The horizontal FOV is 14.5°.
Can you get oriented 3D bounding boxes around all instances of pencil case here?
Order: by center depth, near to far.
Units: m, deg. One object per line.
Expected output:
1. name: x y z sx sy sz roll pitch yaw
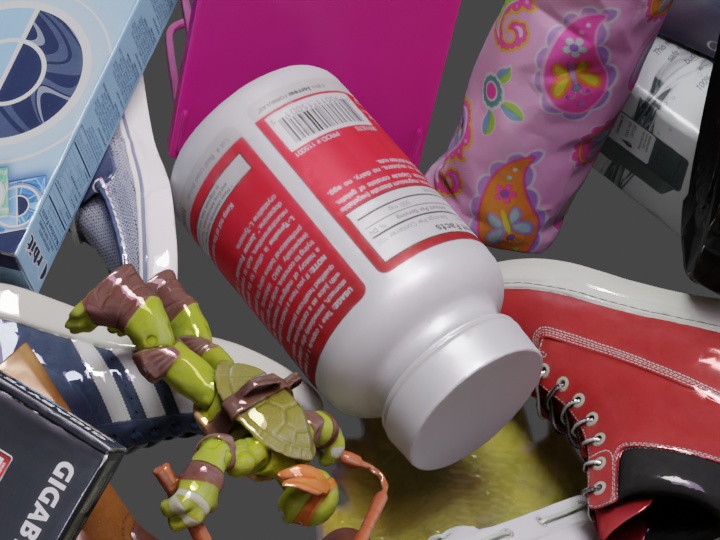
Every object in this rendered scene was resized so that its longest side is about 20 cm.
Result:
1. pencil case: 0.102 -0.106 1.512 0.087 0.201 0.088 15 34 -11

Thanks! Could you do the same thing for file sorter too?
1. file sorter: -0.026 -0.172 1.516 0.138 0.201 0.126 3 40 -13

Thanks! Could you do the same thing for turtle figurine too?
1. turtle figurine: -0.064 0.067 1.317 0.161 0.065 0.200 46 26 15

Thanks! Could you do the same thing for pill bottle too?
1. pill bottle: 0.000 0.000 1.435 0.112 0.113 0.200 -25 61 -29

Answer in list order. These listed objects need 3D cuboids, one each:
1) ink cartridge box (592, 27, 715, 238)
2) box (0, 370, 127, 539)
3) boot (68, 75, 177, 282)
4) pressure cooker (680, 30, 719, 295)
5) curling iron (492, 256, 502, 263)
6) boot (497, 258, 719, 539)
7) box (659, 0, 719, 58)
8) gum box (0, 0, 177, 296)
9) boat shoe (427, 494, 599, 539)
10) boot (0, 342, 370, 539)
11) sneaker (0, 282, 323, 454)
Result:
1. ink cartridge box: 0.205 -0.101 1.614 0.200 0.083 0.147 40 55 12
2. box: -0.223 0.125 1.283 0.158 0.046 0.201 31 92 6
3. boot: -0.150 -0.040 1.476 0.090 0.073 0.201 -4 42 -12
4. pressure cooker: 0.273 -0.055 1.437 0.198 0.180 0.176 11 31 1
5. curling iron: 0.045 -0.002 1.533 0.199 0.026 0.050 27 50 5
6. boot: 0.106 0.074 1.438 0.199 0.073 0.145 9 52 24
7. box: 0.209 -0.222 1.523 0.199 0.199 0.124 25 55 3
8. gum box: -0.206 -0.095 1.459 0.169 0.045 0.201 12 61 19
9. boat shoe: 0.055 0.161 1.400 0.199 0.074 0.067 -10 52 -36
10. boot: -0.109 0.122 1.357 0.188 0.068 0.200 -36 84 -20
11. sneaker: -0.118 0.073 1.413 0.199 0.075 0.085 14 70 -10
